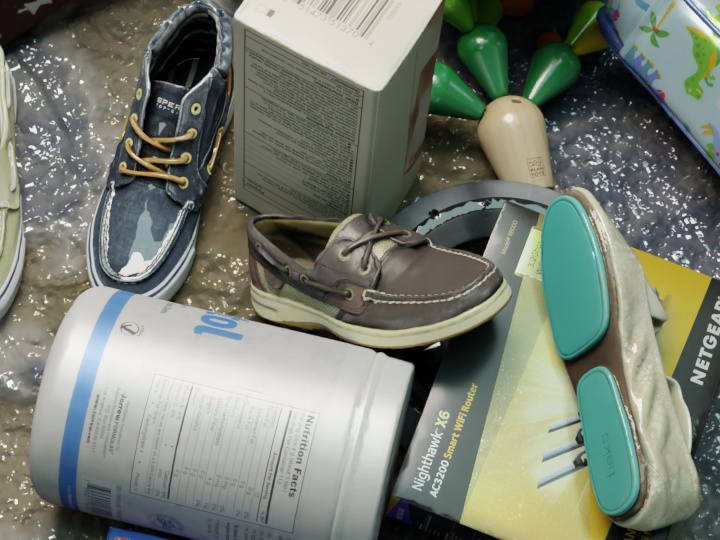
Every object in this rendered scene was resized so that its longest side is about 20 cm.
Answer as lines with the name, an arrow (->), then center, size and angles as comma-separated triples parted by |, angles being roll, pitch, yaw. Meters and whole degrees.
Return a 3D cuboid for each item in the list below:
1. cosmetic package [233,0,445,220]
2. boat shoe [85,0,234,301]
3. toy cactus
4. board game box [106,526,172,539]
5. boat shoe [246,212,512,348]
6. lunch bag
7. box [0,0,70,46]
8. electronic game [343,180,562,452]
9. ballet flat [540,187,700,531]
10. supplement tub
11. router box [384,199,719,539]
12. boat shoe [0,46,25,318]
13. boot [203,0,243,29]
cosmetic package -> -0.016, -0.104, 1.176 | 0.103, 0.200, 0.087 | 28, 62, 10
boat shoe -> -0.129, -0.074, 1.215 | 0.071, 0.091, 0.201 | 13, 61, 4
toy cactus -> 0.095, -0.130, 1.258 | 0.200, 0.102, 0.165 | -11, 79, -35
board game box -> -0.061, 0.233, 1.074 | 0.199, 0.045, 0.135 | 12, 61, 4
boat shoe -> 0.000, 0.000, 1.127 | 0.200, 0.065, 0.073 | 3, 32, 43
lunch bag -> 0.264, -0.129, 1.246 | 0.161, 0.083, 0.200 | -16, 58, -44
box -> -0.247, -0.271, 1.247 | 0.200, 0.166, 0.164 | -34, 67, 3
electronic game -> 0.088, 0.037, 1.192 | 0.199, 0.042, 0.201 | 1, 69, -2
ballet flat -> 0.149, 0.051, 1.088 | 0.062, 0.067, 0.201 | 3, 70, -32
supplement tub -> -0.079, 0.092, 1.103 | 0.199, 0.132, 0.132 | 13, 61, 3
router box -> 0.122, 0.078, 1.128 | 0.157, 0.052, 0.200 | 20, 69, 5
boat shoe -> -0.251, -0.059, 1.216 | 0.072, 0.062, 0.200 | -3, 62, -5
boot -> -0.100, -0.255, 1.314 | 0.073, 0.096, 0.200 | -25, 65, -16
